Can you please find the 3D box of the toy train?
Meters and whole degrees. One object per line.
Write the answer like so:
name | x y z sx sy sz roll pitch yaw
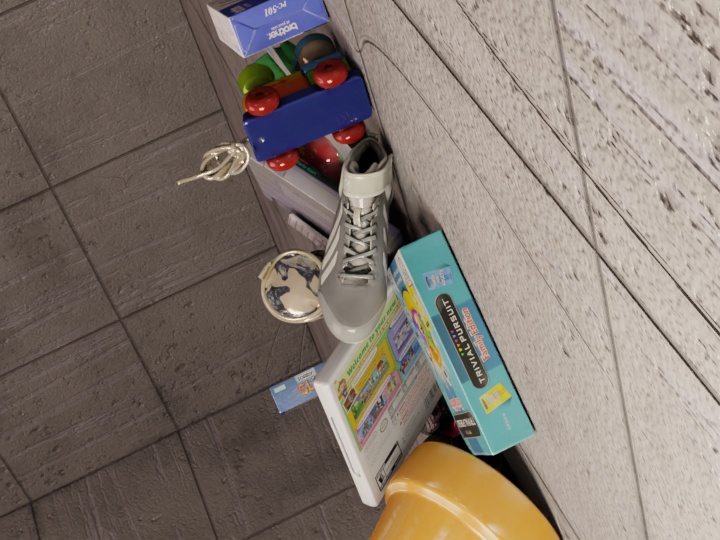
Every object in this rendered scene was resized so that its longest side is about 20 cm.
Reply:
toy train | -0.097 -0.158 1.328 0.116 0.197 0.085 -115 4 -48

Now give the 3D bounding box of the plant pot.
plant pot | 0.075 0.306 1.356 0.199 0.183 0.201 35 154 20

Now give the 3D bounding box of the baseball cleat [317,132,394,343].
baseball cleat | -0.006 -0.037 1.302 0.107 0.068 0.203 84 -172 -61

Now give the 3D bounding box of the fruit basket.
fruit basket | -0.040 -0.149 1.508 0.200 0.093 0.186 46 167 23

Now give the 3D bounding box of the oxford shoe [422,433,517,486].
oxford shoe | 0.117 0.207 1.506 0.200 0.072 0.085 22 135 64

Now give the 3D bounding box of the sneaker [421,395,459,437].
sneaker | 0.074 0.137 1.565 0.075 0.080 0.200 49 180 27

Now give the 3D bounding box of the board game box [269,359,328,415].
board game box | -0.017 0.121 1.698 0.035 0.198 0.135 64 174 5

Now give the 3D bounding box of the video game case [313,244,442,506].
video game case | 0.030 0.107 1.409 0.022 0.201 0.184 9 137 31

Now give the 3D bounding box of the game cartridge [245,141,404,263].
game cartridge | -0.033 -0.066 1.483 0.199 0.039 0.130 34 164 18

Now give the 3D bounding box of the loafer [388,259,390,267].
loafer | -0.001 0.027 1.442 0.066 0.077 0.201 12 155 23

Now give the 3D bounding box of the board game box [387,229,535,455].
board game box | 0.090 0.073 1.291 0.151 0.046 0.202 109 137 -82

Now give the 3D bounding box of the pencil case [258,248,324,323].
pencil case | -0.059 0.016 1.544 0.088 0.079 0.200 21 -177 8

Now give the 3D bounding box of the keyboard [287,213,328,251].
keyboard | 0.000 0.000 1.537 0.199 0.011 0.056 36 176 1

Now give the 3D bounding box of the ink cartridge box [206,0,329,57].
ink cartridge box | -0.099 -0.265 1.408 0.200 0.093 0.045 -129 17 -71
